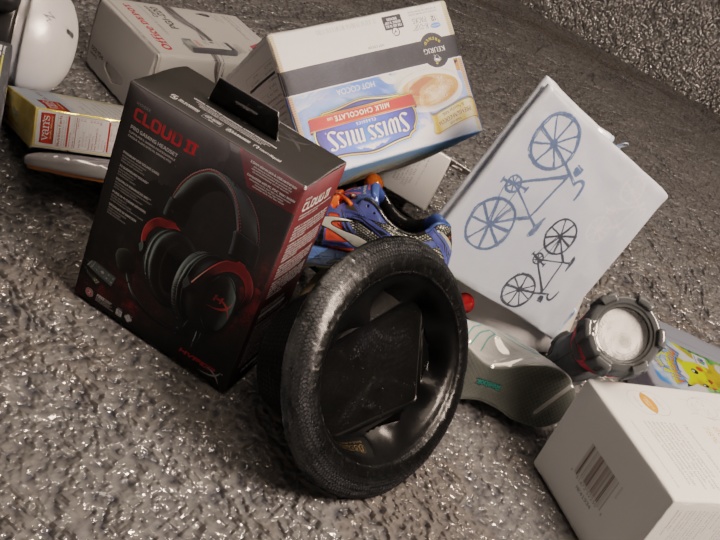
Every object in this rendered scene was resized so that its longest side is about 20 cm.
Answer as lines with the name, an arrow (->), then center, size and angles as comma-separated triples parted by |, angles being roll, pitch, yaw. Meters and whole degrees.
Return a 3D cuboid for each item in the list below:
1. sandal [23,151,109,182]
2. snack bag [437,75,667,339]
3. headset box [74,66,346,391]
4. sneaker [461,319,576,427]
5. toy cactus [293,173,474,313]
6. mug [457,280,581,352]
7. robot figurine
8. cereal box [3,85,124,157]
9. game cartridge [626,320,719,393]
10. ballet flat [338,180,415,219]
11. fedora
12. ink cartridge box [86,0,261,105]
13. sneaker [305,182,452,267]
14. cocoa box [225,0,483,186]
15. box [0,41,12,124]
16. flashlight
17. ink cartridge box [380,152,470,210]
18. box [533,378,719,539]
sandal -> -0.189, -0.061, 0.755 | 0.203, 0.060, 0.079 | 9, 9, -11
snack bag -> 0.174, -0.048, 0.791 | 0.198, 0.190, 0.021 | 29, 15, -31
headset box -> -0.110, -0.039, 0.629 | 0.147, 0.202, 0.075 | 31, 28, 10
sneaker -> 0.089, 0.076, 0.757 | 0.197, 0.071, 0.080 | 23, 15, -14
toy cactus -> 0.000, 0.000, 0.787 | 0.199, 0.103, 0.165 | 41, 40, 9
mug -> 0.181, -0.033, 0.909 | 0.147, 0.155, 0.188 | 18, 29, -13
robot figurine -> -0.375, -0.246, 0.832 | 0.197, 0.126, 0.151 | 14, 30, -21
cereal box -> -0.225, -0.133, 0.817 | 0.197, 0.040, 0.143 | 4, 15, -33
game cartridge -> 0.345, 0.120, 0.916 | 0.131, 0.041, 0.201 | 20, 29, -4
ballet flat -> 0.037, -0.062, 0.935 | 0.066, 0.058, 0.199 | -8, 39, -45
fedora -> -0.006, 0.064, 0.629 | 0.090, 0.205, 0.199 | 8, 13, 40
ink cartridge box -> -0.200, -0.244, 1.017 | 0.198, 0.086, 0.146 | -9, 44, -44
sneaker -> -0.012, -0.043, 0.712 | 0.197, 0.079, 0.076 | 21, 24, -3
cocoa box -> -0.008, -0.157, 0.826 | 0.197, 0.133, 0.134 | -19, 91, -28
box -> -0.376, -0.137, 0.701 | 0.158, 0.049, 0.202 | 10, 43, -25
flashlight -> 0.208, 0.067, 0.751 | 0.067, 0.068, 0.200 | 34, -6, 11
ink cartridge box -> 0.030, -0.130, 0.986 | 0.198, 0.069, 0.116 | 29, 6, -10
box -> 0.263, 0.172, 0.695 | 0.197, 0.099, 0.125 | 9, 32, -27
